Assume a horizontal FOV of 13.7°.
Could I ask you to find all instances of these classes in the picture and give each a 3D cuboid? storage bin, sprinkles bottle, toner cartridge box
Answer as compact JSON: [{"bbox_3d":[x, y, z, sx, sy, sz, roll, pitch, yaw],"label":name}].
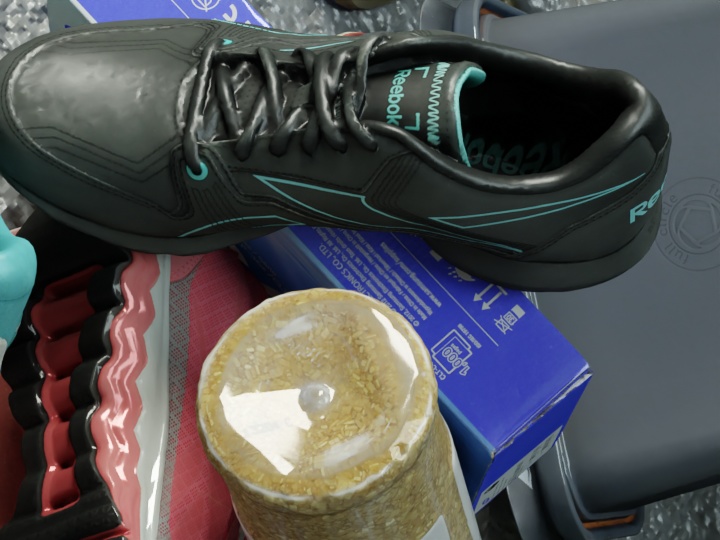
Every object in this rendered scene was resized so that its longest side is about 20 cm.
[{"bbox_3d":[0.118,-0.008,1.060,0.146,0.134,0.200,11,68,-71],"label":"storage bin"},{"bbox_3d":[0.002,0.079,0.891,0.200,0.068,0.068,73,27,-59],"label":"sprinkles bottle"},{"bbox_3d":[-0.016,-0.016,0.928,0.043,0.095,0.200,-40,79,-15],"label":"toner cartridge box"}]

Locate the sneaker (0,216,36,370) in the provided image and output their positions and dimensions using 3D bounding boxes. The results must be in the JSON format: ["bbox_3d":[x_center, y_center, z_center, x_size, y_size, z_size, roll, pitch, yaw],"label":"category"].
[{"bbox_3d":[-0.145,-0.052,0.859,0.077,0.080,0.200,-10,60,-42],"label":"sneaker"}]

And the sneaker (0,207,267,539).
[{"bbox_3d":[-0.059,0.072,0.882,0.087,0.074,0.200,21,64,-40],"label":"sneaker"}]

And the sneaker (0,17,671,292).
[{"bbox_3d":[-0.008,-0.045,0.847,0.200,0.079,0.075,6,69,-4],"label":"sneaker"}]

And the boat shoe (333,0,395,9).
[{"bbox_3d":[0.061,-0.152,1.120,0.200,0.064,0.071,-37,104,-43],"label":"boat shoe"}]

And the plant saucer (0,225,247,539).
[{"bbox_3d":[-0.116,0.096,0.896,0.200,0.037,0.200,-20,93,-45],"label":"plant saucer"}]

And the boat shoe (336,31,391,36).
[{"bbox_3d":[0.000,0.000,1.018,0.071,0.063,0.200,34,55,-30],"label":"boat shoe"}]
